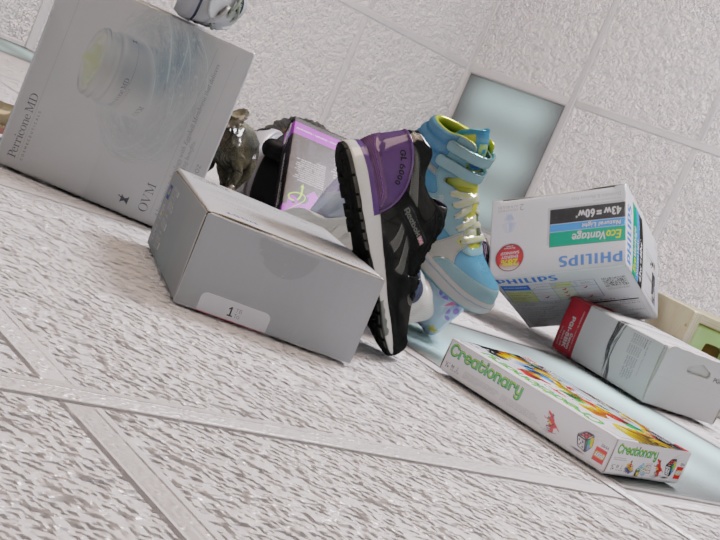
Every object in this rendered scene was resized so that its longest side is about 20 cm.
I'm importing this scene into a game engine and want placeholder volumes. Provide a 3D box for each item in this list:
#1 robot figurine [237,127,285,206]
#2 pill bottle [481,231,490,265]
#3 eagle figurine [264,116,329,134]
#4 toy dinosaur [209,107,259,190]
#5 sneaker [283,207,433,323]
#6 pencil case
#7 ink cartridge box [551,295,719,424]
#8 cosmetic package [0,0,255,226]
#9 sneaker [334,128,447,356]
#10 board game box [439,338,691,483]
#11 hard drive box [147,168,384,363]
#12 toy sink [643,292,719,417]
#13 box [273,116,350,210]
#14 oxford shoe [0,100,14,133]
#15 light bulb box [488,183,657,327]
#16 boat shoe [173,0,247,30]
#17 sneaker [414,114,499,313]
[{"bbox_3d":[-0.087,-0.118,1.607,0.199,0.151,0.125,25,31,11],"label":"robot figurine"},{"bbox_3d":[0.107,-0.022,1.599,0.112,0.113,0.200,28,7,31],"label":"pill bottle"},{"bbox_3d":[-0.076,-0.143,1.759,0.200,0.151,0.152,51,-11,-8],"label":"eagle figurine"},{"bbox_3d":[-0.150,-0.139,1.392,0.077,0.103,0.200,24,-8,19],"label":"toy dinosaur"},{"bbox_3d":[-0.012,0.011,1.180,0.146,0.081,0.199,45,-22,-30],"label":"sneaker"},{"bbox_3d":[0.034,-0.022,1.242,0.200,0.083,0.091,43,-8,-5],"label":"pencil case"},{"bbox_3d":[0.377,0.119,1.562,0.146,0.083,0.200,19,8,-30],"label":"ink cartridge box"},{"bbox_3d":[-0.235,-0.169,1.181,0.199,0.200,0.123,22,7,-10],"label":"cosmetic package"},{"bbox_3d":[0.039,-0.022,1.003,0.087,0.201,0.076,-14,25,-13],"label":"sneaker"},{"bbox_3d":[0.180,0.125,1.043,0.126,0.035,0.200,16,10,-46],"label":"board game box"},{"bbox_3d":[-0.087,-0.009,0.982,0.155,0.077,0.200,21,7,-19],"label":"hard drive box"},{"bbox_3d":[0.511,0.135,1.704,0.199,0.131,0.112,22,7,-23],"label":"toy sink"},{"bbox_3d":[-0.037,-0.091,1.472,0.142,0.036,0.201,22,47,-18],"label":"box"},{"bbox_3d":[-0.446,-0.204,1.258,0.199,0.075,0.070,20,7,-29],"label":"oxford shoe"},{"bbox_3d":[0.304,-0.015,1.650,0.197,0.126,0.200,-6,-26,24],"label":"light bulb box"},{"bbox_3d":[-0.143,-0.278,1.162,0.066,0.074,0.200,20,7,-11],"label":"boat shoe"},{"bbox_3d":[0.102,-0.066,1.158,0.201,0.130,0.079,55,27,11],"label":"sneaker"}]
